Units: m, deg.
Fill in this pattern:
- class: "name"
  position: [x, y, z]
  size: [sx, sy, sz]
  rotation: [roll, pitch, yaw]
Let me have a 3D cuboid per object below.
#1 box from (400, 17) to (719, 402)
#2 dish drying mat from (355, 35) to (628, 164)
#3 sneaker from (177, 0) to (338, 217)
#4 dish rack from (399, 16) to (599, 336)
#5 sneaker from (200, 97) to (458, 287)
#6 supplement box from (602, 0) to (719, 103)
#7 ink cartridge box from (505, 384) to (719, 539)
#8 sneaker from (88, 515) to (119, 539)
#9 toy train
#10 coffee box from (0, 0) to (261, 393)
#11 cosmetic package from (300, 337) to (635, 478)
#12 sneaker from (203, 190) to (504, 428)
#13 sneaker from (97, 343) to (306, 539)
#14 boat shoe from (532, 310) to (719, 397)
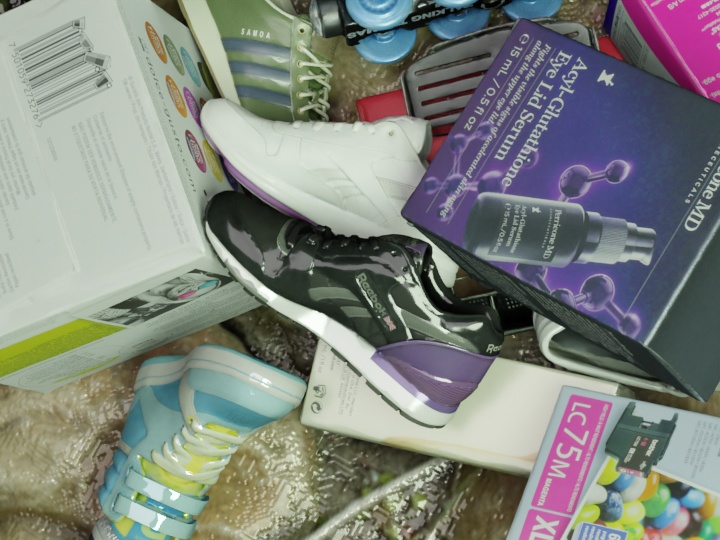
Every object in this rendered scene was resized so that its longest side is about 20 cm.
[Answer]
- class: "box"
  position: [0.150, -0.038, 1.236]
  size: [0.199, 0.104, 0.149]
  rotation: [28, 84, 37]
- class: "dish drying mat"
  position: [0.099, -0.104, 1.413]
  size: [0.198, 0.018, 0.078]
  rotation: [-14, 79, 12]
- class: "sneaker"
  position: [-0.051, -0.138, 1.427]
  size: [0.089, 0.067, 0.201]
  rotation: [-30, 73, 12]
- class: "dish rack"
  position: [0.107, -0.063, 1.370]
  size: [0.152, 0.055, 0.202]
  rotation: [-13, 90, 11]
- class: "sneaker"
  position: [-0.009, -0.070, 1.345]
  size: [0.199, 0.075, 0.100]
  rotation: [30, 95, 6]
- class: "supplement box"
  position: [0.252, -0.117, 1.326]
  size: [0.103, 0.101, 0.201]
  rotation: [-27, 76, -7]
- class: "ink cartridge box"
  position: [0.193, 0.142, 1.198]
  size: [0.198, 0.042, 0.120]
  rotation: [12, 61, 22]
- class: "sneaker"
  position: [-0.133, 0.265, 1.380]
  size: [0.200, 0.075, 0.114]
  rotation: [42, 93, 22]
- class: "toy train"
  position: [0.056, -0.217, 1.396]
  size: [0.198, 0.087, 0.115]
  rotation: [-15, 73, -1]
- class: "coffee box"
  position: [-0.190, -0.051, 1.380]
  size: [0.198, 0.198, 0.201]
  rotation: [-22, 77, 11]
- class: "cosmetic package"
  position: [0.072, 0.090, 1.343]
  size: [0.198, 0.105, 0.072]
  rotation: [12, 86, 17]
- class: "sneaker"
  position: [0.000, 0.000, 1.266]
  size: [0.199, 0.076, 0.088]
  rotation: [37, 113, 0]
- class: "sneaker"
  position: [-0.105, 0.121, 1.338]
  size: [0.079, 0.200, 0.132]
  rotation: [25, 73, -19]
- class: "boat shoe"
  position: [0.207, 0.053, 1.311]
  size: [0.198, 0.066, 0.074]
  rotation: [5, 120, 2]
